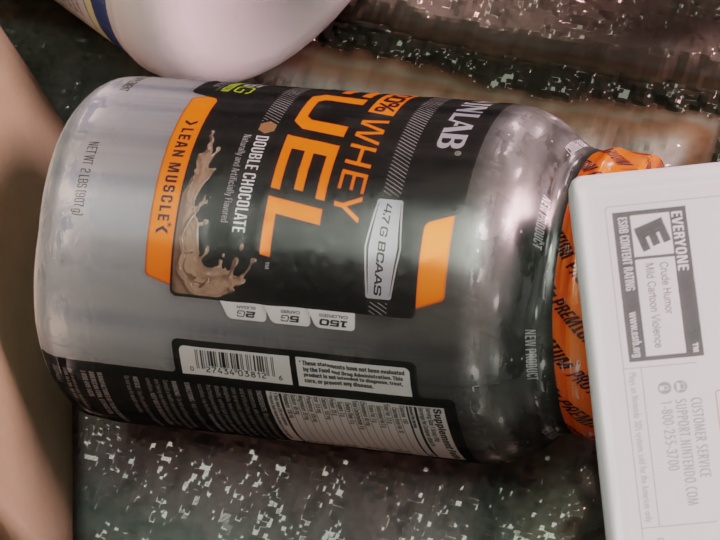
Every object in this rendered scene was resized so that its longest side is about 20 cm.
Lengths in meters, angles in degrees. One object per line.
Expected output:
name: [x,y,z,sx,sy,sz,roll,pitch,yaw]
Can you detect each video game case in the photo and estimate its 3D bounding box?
video game case: [0.162,0.054,0.891,0.182,0.023,0.200,-6,64,4]

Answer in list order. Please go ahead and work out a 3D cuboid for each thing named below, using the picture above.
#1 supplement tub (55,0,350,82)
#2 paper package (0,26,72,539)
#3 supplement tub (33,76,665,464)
supplement tub: [-0.095,-0.174,1.117,0.200,0.145,0.145,36,77,27]
paper package: [-0.173,-0.003,1.023,0.103,0.191,0.200,-11,59,13]
supplement tub: [0.000,0.000,1.015,0.200,0.123,0.123,5,65,17]
